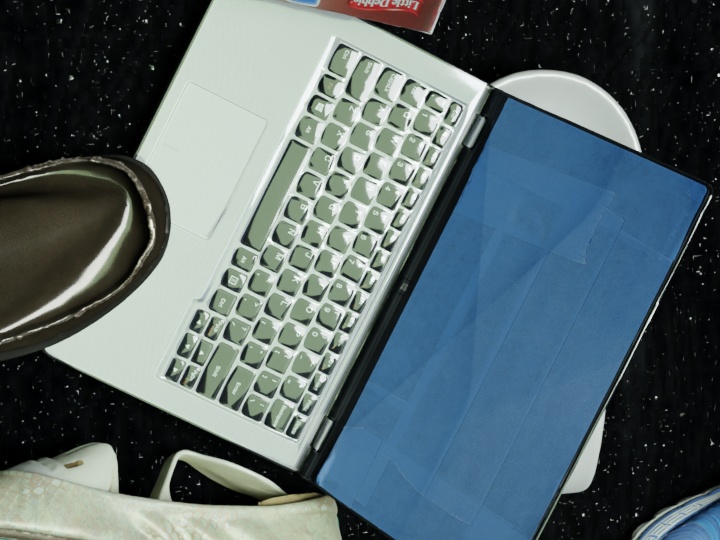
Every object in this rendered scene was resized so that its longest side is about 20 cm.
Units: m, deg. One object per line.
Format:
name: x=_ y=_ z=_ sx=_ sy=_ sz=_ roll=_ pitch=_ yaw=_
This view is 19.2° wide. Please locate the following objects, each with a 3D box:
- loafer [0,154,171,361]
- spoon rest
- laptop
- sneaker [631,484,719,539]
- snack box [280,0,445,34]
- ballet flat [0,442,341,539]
loafer: x=-0.165 y=0.007 z=0.838 sx=0.200 sy=0.071 sz=0.073 roll=-23 pitch=90 yaw=-15
spoon rest: x=0.083 y=0.011 z=0.950 sx=0.099 sy=0.061 sz=0.201 roll=-9 pitch=105 yaw=-17
laptop: x=0.000 y=0.000 z=0.862 sx=0.200 sy=0.116 sz=0.188 roll=26 pitch=92 yaw=-11
sneaker: x=0.192 y=0.135 z=1.002 sx=0.200 sy=0.089 sz=0.079 roll=-46 pitch=112 yaw=-7
snack box: x=-0.065 y=-0.141 z=0.853 sx=0.200 sy=0.072 sz=0.024 roll=10 pitch=124 yaw=-23
ballet flat: x=-0.098 y=0.105 z=0.908 sx=0.200 sy=0.067 sz=0.063 roll=15 pitch=68 yaw=-27
